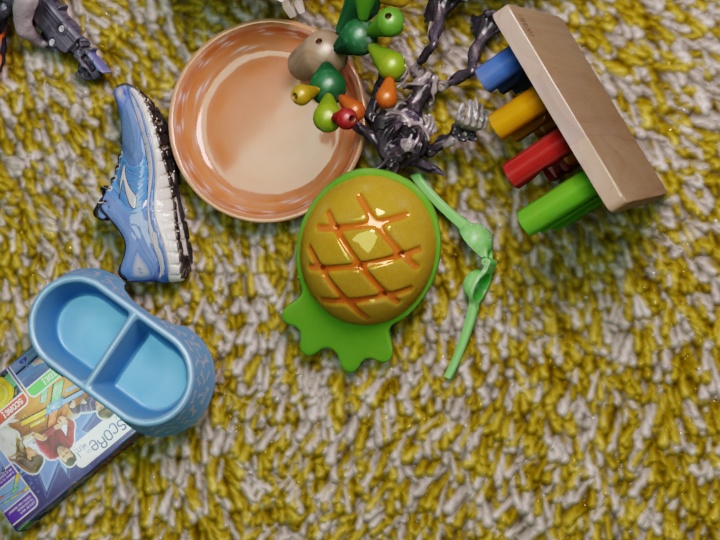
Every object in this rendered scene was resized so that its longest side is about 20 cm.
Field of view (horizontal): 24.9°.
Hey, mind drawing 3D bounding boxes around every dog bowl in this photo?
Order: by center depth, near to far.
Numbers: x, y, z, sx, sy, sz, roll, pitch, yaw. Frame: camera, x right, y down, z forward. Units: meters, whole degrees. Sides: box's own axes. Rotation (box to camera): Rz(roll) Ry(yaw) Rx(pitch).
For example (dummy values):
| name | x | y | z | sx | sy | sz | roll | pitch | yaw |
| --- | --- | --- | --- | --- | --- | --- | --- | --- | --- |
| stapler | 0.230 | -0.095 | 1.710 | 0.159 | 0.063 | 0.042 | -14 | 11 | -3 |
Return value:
| name | x | y | z | sx | sy | sz | roll | pitch | yaw |
| --- | --- | --- | --- | --- | --- | --- | --- | --- | --- |
| dog bowl | -0.233 | 0.077 | 1.562 | 0.199 | 0.050 | 0.112 | 35 | 90 | 8 |

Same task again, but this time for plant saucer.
| name | x | y | z | sx | sy | sz | roll | pitch | yaw |
| --- | --- | --- | --- | --- | --- | --- | --- | --- | --- |
| plant saucer | -0.089 | -0.145 | 1.602 | 0.198 | 0.037 | 0.202 | -1 | 84 | 8 |

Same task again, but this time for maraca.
| name | x | y | z | sx | sy | sz | roll | pitch | yaw |
| --- | --- | --- | --- | --- | --- | --- | --- | --- | --- |
| maraca | 0.000 | 0.000 | 1.544 | 0.136 | 0.107 | 0.201 | 22 | 109 | 6 |

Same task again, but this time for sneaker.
| name | x | y | z | sx | sy | sz | roll | pitch | yaw |
| --- | --- | --- | --- | --- | --- | --- | --- | --- | --- |
| sneaker | -0.224 | -0.084 | 1.596 | 0.088 | 0.079 | 0.202 | -9 | 84 | 5 |

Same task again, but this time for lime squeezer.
| name | x | y | z | sx | sy | sz | roll | pitch | yaw |
| --- | --- | --- | --- | --- | --- | --- | --- | --- | --- |
| lime squeezer | 0.096 | -0.001 | 1.561 | 0.070 | 0.038 | 0.202 | -10 | 84 | 8 |

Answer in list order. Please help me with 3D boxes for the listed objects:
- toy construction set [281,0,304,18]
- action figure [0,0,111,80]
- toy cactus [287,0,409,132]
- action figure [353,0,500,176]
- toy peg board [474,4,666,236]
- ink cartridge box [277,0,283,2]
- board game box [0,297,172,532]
| name | x | y | z | sx | sy | sz | roll | pitch | yaw |
| --- | --- | --- | --- | --- | --- | --- | --- | --- | --- |
| toy construction set | -0.004 | -0.317 | 1.583 | 0.198 | 0.092 | 0.132 | -19 | 83 | -4 |
| action figure | -0.350 | -0.242 | 1.619 | 0.200 | 0.105 | 0.194 | 41 | 102 | 13 |
| toy cactus | -0.022 | -0.209 | 1.500 | 0.102 | 0.165 | 0.202 | 20 | 72 | -29 |
| action figure | 0.062 | -0.168 | 1.542 | 0.118 | 0.102 | 0.201 | 27 | 83 | -10 |
| toy peg board | 0.172 | -0.126 | 1.486 | 0.097 | 0.200 | 0.200 | -33 | 83 | 20 |
| ink cartridge box | -0.116 | -0.347 | 1.544 | 0.200 | 0.084 | 0.145 | 27 | 90 | 54 |
| board game box | -0.298 | 0.142 | 1.608 | 0.200 | 0.034 | 0.136 | -38 | 81 | 4 |
